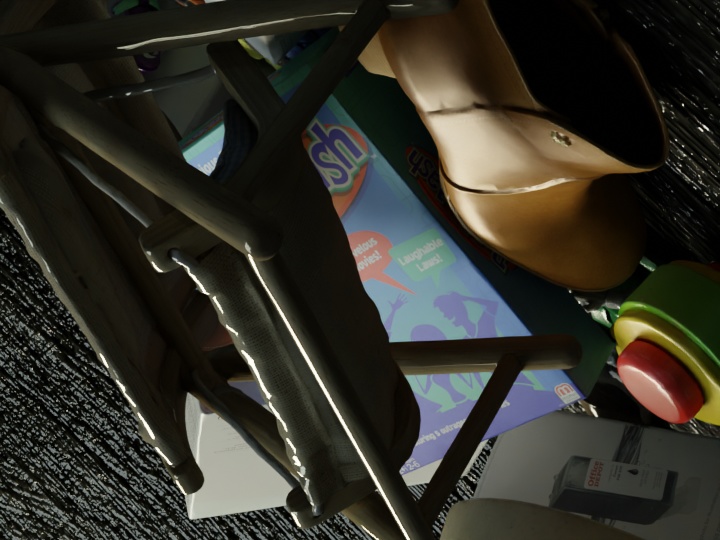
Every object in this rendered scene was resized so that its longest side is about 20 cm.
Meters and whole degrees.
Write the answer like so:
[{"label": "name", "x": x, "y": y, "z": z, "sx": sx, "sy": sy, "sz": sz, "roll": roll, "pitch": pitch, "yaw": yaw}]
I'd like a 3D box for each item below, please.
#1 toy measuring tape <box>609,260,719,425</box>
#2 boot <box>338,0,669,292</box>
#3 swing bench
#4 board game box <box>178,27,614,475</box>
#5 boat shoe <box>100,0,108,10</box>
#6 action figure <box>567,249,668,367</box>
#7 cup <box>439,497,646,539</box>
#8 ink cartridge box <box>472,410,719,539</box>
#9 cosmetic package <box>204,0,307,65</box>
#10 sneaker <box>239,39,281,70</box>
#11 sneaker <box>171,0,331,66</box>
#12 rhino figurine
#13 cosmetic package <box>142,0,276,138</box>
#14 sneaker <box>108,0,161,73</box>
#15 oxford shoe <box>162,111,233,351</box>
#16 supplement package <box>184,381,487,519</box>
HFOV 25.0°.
[{"label": "toy measuring tape", "x": 0.161, "y": 0.032, "z": 0.671, "sx": 0.074, "sy": 0.074, "sz": 0.200, "roll": 47, "pitch": 165, "yaw": -18}, {"label": "boot", "x": 0.081, "y": -0.047, "z": 0.646, "sx": 0.201, "sy": 0.071, "sz": 0.144, "roll": 43, "pitch": 171, "yaw": -26}, {"label": "swing bench", "x": -0.046, "y": -0.006, "z": 0.628, "sx": 0.199, "sy": 0.130, "sz": 0.199, "roll": 12, "pitch": 143, "yaw": 35}, {"label": "board game box", "x": 0.000, "y": 0.000, "z": 0.773, "sx": 0.200, "sy": 0.045, "sz": 0.152, "roll": 49, "pitch": 133, "yaw": -12}, {"label": "boat shoe", "x": -0.153, "y": -0.200, "z": 0.794, "sx": 0.074, "sy": 0.060, "sz": 0.201, "roll": 85, "pitch": -176, "yaw": -66}, {"label": "action figure", "x": 0.137, "y": 0.016, "z": 0.813, "sx": 0.200, "sy": 0.055, "sz": 0.118, "roll": 36, "pitch": 168, "yaw": 40}, {"label": "cup", "x": 0.112, "y": 0.229, "z": 0.847, "sx": 0.199, "sy": 0.144, "sz": 0.200, "roll": 22, "pitch": 159, "yaw": 9}, {"label": "ink cartridge box", "x": 0.181, "y": 0.153, "z": 0.905, "sx": 0.199, "sy": 0.085, "sz": 0.146, "roll": 8, "pitch": 153, "yaw": 42}, {"label": "cosmetic package", "x": -0.034, "y": -0.154, "z": 0.647, "sx": 0.051, "sy": 0.083, "sz": 0.200, "roll": 45, "pitch": 176, "yaw": 10}, {"label": "sneaker", "x": -0.070, "y": -0.167, "z": 0.886, "sx": 0.200, "sy": 0.076, "sz": 0.105, "roll": 48, "pitch": 176, "yaw": -32}, {"label": "sneaker", "x": -0.029, "y": -0.141, "z": 0.802, "sx": 0.200, "sy": 0.079, "sz": 0.075, "roll": 26, "pitch": -175, "yaw": -44}, {"label": "rhino figurine", "x": 0.159, "y": 0.067, "z": 0.963, "sx": 0.087, "sy": 0.060, "sz": 0.200, "roll": 36, "pitch": 169, "yaw": 26}, {"label": "cosmetic package", "x": -0.054, "y": -0.096, "z": 0.993, "sx": 0.200, "sy": 0.071, "sz": 0.101, "roll": 19, "pitch": -161, "yaw": -50}, {"label": "sneaker", "x": -0.126, "y": -0.161, "z": 0.894, "sx": 0.087, "sy": 0.201, "sz": 0.074, "roll": 36, "pitch": -153, "yaw": 28}, {"label": "oxford shoe", "x": -0.127, "y": -0.037, "z": 0.844, "sx": 0.071, "sy": 0.071, "sz": 0.200, "roll": -13, "pitch": -122, "yaw": -51}, {"label": "supplement package", "x": -0.020, "y": 0.041, "z": 0.984, "sx": 0.200, "sy": 0.190, "sz": 0.148, "roll": 108, "pitch": 153, "yaw": -64}]
